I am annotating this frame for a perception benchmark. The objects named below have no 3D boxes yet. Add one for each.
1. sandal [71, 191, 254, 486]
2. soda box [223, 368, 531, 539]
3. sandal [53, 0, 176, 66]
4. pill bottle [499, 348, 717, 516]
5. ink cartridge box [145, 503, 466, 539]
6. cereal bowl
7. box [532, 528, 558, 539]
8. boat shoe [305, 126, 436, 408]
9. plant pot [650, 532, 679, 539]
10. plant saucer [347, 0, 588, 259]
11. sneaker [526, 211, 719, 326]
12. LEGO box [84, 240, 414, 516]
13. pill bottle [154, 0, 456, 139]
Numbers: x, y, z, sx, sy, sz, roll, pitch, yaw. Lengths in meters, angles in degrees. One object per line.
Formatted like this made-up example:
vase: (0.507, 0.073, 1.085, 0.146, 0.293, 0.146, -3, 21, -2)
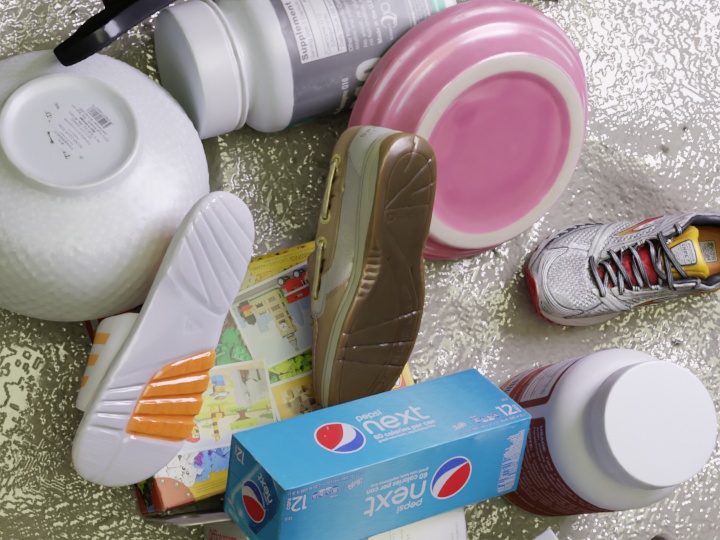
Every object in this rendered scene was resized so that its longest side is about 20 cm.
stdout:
sandal: (-0.133, 0.043, 1.326, 0.079, 0.059, 0.207, 30, 83, -40)
soda box: (0.013, 0.127, 1.335, 0.199, 0.068, 0.064, -12, 126, -33)
sandal: (-0.148, -0.200, 1.393, 0.045, 0.075, 0.200, 59, 38, -11)
pill bottle: (0.168, 0.115, 1.423, 0.112, 0.200, 0.113, 3, 81, -18)
ink cartridge box: (-0.038, 0.195, 1.386, 0.199, 0.117, 0.068, -2, 87, -18)
cereal bowl: (-0.198, -0.071, 1.355, 0.199, 0.083, 0.201, 4, 58, -7)
box: (0.119, 0.296, 1.317, 0.156, 0.041, 0.200, -35, 75, -1)
boat shoe: (0.000, 0.000, 1.360, 0.074, 0.066, 0.201, 2, 106, -43)
plant pot: (0.165, 0.309, 1.414, 0.183, 0.200, 0.201, -19, 88, -8)
plant saucer: (0.086, -0.093, 1.452, 0.200, 0.051, 0.201, -15, 124, -24)
sneaker: (0.217, -0.011, 1.522, 0.199, 0.082, 0.078, -14, 87, -19)
LEGO box: (-0.075, 0.070, 1.414, 0.199, 0.077, 0.149, -17, 87, -20)
pill bottle: (-0.039, -0.164, 1.443, 0.199, 0.113, 0.113, -17, 88, -20)
